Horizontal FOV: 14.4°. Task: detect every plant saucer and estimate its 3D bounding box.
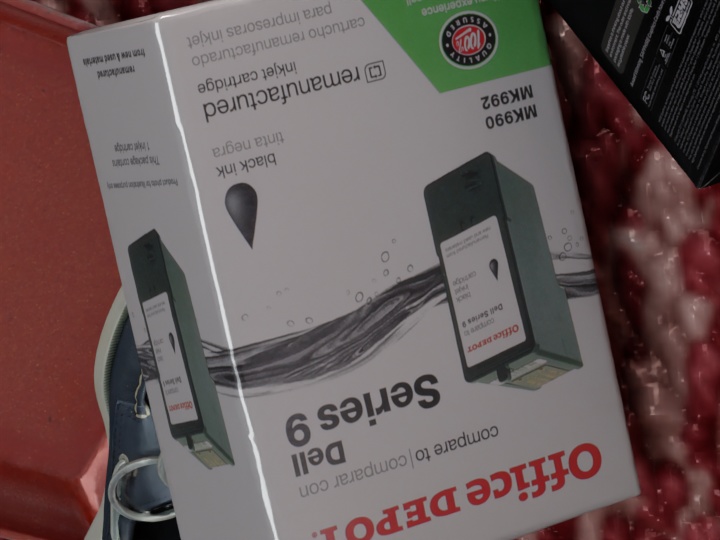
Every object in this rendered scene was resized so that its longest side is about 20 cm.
[{"bbox_3d":[-0.128,-0.003,1.023,0.200,0.199,0.037,-59,38,16],"label":"plant saucer"}]

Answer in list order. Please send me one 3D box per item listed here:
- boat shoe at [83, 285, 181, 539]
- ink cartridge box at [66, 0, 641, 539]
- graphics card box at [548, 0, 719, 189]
[{"bbox_3d":[-0.064,0.076,1.042,0.062,0.075,0.201,46,127,49],"label":"boat shoe"},{"bbox_3d":[0.000,0.000,0.968,0.084,0.145,0.201,-1,104,63],"label":"ink cartridge box"},{"bbox_3d":[0.087,-0.140,0.898,0.200,0.051,0.126,56,147,31],"label":"graphics card box"}]
